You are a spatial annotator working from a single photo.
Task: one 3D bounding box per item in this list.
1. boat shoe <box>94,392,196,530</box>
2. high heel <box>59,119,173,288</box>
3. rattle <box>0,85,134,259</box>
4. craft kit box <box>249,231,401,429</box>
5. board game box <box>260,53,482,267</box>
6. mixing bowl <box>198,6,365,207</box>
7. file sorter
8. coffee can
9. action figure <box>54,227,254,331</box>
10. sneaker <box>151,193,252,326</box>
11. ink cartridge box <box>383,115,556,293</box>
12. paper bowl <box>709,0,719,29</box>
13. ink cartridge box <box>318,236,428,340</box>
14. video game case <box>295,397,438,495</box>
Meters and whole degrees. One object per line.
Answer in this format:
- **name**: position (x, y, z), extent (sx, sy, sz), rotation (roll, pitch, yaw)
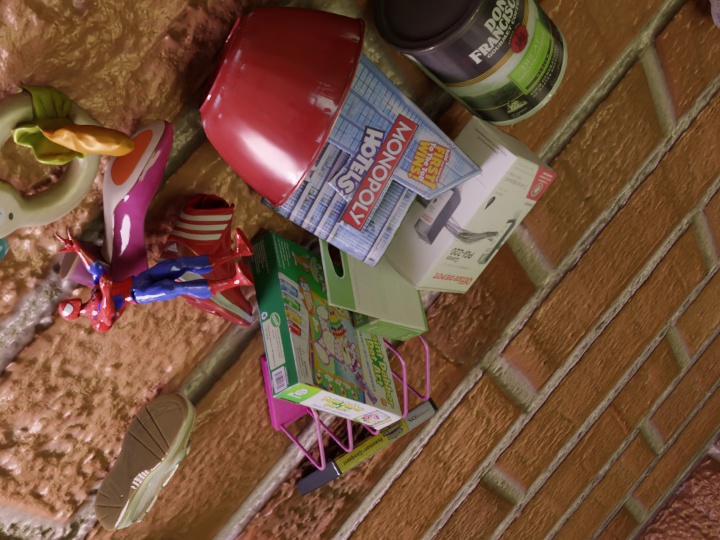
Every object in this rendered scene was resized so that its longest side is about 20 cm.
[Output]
- **boat shoe**: position (-0.252, 0.231, 1.080), extent (0.063, 0.073, 0.202), rotation (9, 115, -55)
- **high heel**: position (-0.216, -0.057, 0.890), extent (0.096, 0.068, 0.200), rotation (19, 120, -40)
- **rattle**: position (-0.285, -0.050, 0.778), extent (0.201, 0.142, 0.130), rotation (-55, 160, -5)
- **craft kit box**: position (-0.041, 0.075, 1.061), extent (0.048, 0.202, 0.197), rotation (-29, 147, 24)
- **board game box**: position (0.021, -0.113, 0.976), extent (0.201, 0.198, 0.062), rotation (-61, -177, 3)
- **mixing bowl**: position (-0.088, -0.175, 0.857), extent (0.107, 0.200, 0.202), rotation (24, 104, -17)
- **file sorter**: position (-0.013, 0.153, 1.208), extent (0.199, 0.125, 0.140), rotation (-28, 135, -26)
- **coffee can**: position (0.129, -0.271, 1.004), extent (0.199, 0.146, 0.147), rotation (24, 101, -51)
- **action figure**: position (-0.210, -0.002, 0.837), extent (0.198, 0.066, 0.099), rotation (-19, 137, 12)
- **sneaker**: position (-0.151, -0.013, 0.984), extent (0.200, 0.078, 0.117), rotation (56, 53, -72)
- **ink cartridge box**: position (0.131, -0.073, 1.091), extent (0.201, 0.085, 0.145), rotation (-52, 153, 18)
- **paper bowl**: position (0.612, -0.464, 1.366), extent (0.199, 0.104, 0.202), rotation (-26, 136, -28)
- **ink cartridge box**: position (0.000, 0.000, 1.093), extent (0.048, 0.147, 0.199), rotation (-25, 154, 33)
- **video game case**: position (0.006, 0.263, 1.311), extent (0.180, 0.026, 0.200), rotation (-28, 170, -27)
